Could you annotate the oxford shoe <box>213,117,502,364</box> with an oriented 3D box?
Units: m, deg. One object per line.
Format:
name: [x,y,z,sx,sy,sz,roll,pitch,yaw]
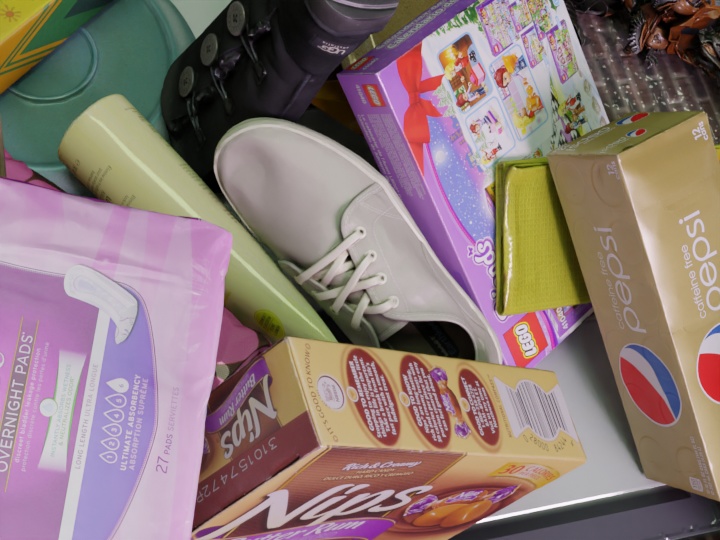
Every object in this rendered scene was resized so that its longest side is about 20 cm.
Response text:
oxford shoe: [0.000,0.000,0.754,0.200,0.075,0.058,47,26,-9]

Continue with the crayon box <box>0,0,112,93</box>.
crayon box: [-0.235,-0.166,0.824,0.127,0.051,0.200,38,61,9]

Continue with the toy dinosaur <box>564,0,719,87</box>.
toy dinosaur: [0.180,-0.196,0.957,0.135,0.103,0.200,-24,51,-39]

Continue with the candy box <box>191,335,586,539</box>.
candy box: [0.003,0.088,0.681,0.199,0.116,0.057,9,53,-49]

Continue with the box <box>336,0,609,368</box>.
box: [0.083,-0.057,0.806,0.137,0.039,0.201,-38,116,-28]

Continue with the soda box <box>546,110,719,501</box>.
soda box: [0.170,0.018,0.779,0.064,0.068,0.202,-26,105,-23]

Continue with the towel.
towel: [0.156,-0.026,0.829,0.199,0.018,0.087,-7,99,-36]

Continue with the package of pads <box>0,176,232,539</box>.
package of pads: [-0.122,0.072,0.550,0.119,0.076,0.202,12,67,-14]

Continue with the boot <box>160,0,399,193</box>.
boot: [-0.050,-0.153,0.786,0.065,0.200,0.166,10,63,-22]

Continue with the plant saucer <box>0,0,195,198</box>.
plant saucer: [-0.189,-0.121,0.855,0.198,0.027,0.202,5,62,-10]

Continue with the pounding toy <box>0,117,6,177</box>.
pounding toy: [-0.178,0.073,0.662,0.142,0.185,0.200,-31,72,-25]

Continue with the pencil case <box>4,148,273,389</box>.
pencil case: [-0.146,0.023,0.757,0.199,0.091,0.094,36,98,10]

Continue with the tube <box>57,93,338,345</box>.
tube: [-0.082,-0.011,0.781,0.200,0.052,0.058,45,19,7]

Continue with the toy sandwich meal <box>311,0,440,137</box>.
toy sandwich meal: [0.038,-0.133,0.868,0.204,0.070,0.207,16,64,-35]
